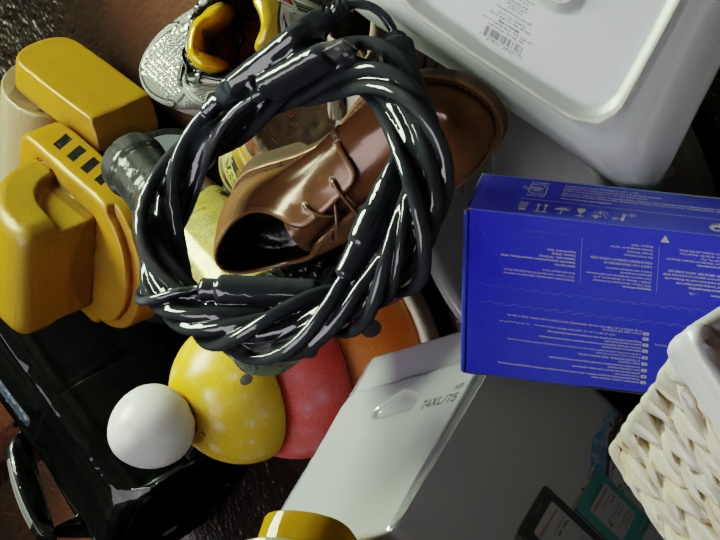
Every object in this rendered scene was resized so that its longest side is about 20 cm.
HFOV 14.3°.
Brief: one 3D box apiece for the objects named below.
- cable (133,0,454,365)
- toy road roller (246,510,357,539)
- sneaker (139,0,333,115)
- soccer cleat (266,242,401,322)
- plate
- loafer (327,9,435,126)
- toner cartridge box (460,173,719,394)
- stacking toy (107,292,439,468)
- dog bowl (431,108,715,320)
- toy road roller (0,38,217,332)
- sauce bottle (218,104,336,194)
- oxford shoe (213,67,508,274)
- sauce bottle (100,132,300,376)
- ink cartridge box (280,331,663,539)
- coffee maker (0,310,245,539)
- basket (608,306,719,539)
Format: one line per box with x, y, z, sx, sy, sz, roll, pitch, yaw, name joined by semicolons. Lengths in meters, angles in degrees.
-0.036;-0.031;1.459;0.200;0.051;0.164;-36;63;22;cable
0.016;0.218;1.434;0.145;0.123;0.200;1;146;24;toy road roller
-0.077;-0.138;1.695;0.200;0.082;0.078;-14;77;55;sneaker
0.000;0.000;1.605;0.068;0.200;0.073;-20;110;23;soccer cleat
0.098;-0.163;1.407;0.199;0.032;0.201;35;120;16;plate
0.010;-0.137;1.521;0.072;0.063;0.201;-119;43;-54;loafer
0.151;0.012;1.419;0.199;0.043;0.095;7;120;11;toner cartridge box
-0.062;0.070;1.701;0.146;0.199;0.147;33;135;40;stacking toy
0.102;-0.031;1.540;0.200;0.059;0.201;31;132;42;dog bowl
-0.192;-0.044;1.849;0.200;0.146;0.123;39;137;34;toy road roller
-0.051;-0.065;1.688;0.066;0.066;0.200;62;165;7;sauce bottle
-0.002;-0.042;1.497;0.071;0.071;0.200;47;135;-16;oxford shoe
-0.093;-0.016;1.682;0.200;0.064;0.065;48;144;43;sauce bottle
0.079;0.150;1.539;0.200;0.146;0.147;42;151;-18;ink cartridge box
-0.168;0.073;1.936;0.200;0.134;0.192;53;126;17;coffee maker
0.222;0.109;1.297;0.200;0.135;0.123;56;147;16;basket
